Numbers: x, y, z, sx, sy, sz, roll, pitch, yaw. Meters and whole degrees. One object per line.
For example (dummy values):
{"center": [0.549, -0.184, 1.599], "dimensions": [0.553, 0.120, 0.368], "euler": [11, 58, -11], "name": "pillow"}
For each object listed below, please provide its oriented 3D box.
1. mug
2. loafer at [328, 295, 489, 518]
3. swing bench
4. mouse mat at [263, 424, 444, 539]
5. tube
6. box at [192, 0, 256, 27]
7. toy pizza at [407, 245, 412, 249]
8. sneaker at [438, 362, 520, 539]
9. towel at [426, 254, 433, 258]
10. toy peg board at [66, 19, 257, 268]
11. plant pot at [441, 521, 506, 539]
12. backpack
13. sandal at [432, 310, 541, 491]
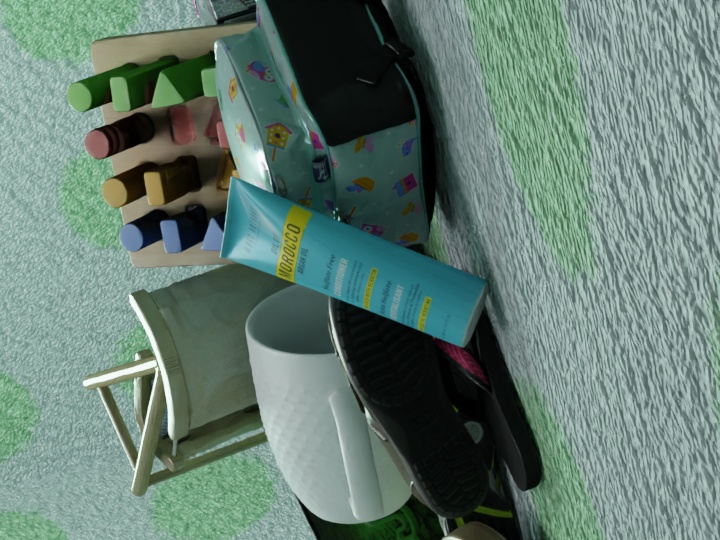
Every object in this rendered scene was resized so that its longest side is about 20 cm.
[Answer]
{"center": [-0.009, 0.125, 1.730], "dimensions": [0.200, 0.146, 0.177], "euler": [-106, 7, -65], "name": "mug"}
{"center": [0.025, 0.094, 1.569], "dimensions": [0.201, 0.073, 0.071], "euler": [67, 160, -2], "name": "loafer"}
{"center": [-0.116, 0.082, 1.859], "dimensions": [0.130, 0.198, 0.200], "euler": [62, 150, 14], "name": "swing bench"}
{"center": [0.020, 0.193, 1.838], "dimensions": [0.201, 0.160, 0.008], "euler": [62, 149, 19], "name": "mouse mat"}
{"center": [-0.007, -0.004, 1.512], "dimensions": [0.050, 0.199, 0.078], "euler": [-55, -17, -52], "name": "tube"}
{"center": [-0.087, -0.272, 1.822], "dimensions": [0.200, 0.131, 0.116], "euler": [149, 104, -84], "name": "box"}
{"center": [-0.007, -0.026, 1.941], "dimensions": [0.200, 0.032, 0.202], "euler": [44, 140, 53], "name": "toy pizza"}
{"center": [0.074, 0.154, 1.710], "dimensions": [0.076, 0.075, 0.201], "euler": [-126, 22, -70], "name": "sneaker"}
{"center": [0.077, 0.088, 1.786], "dimensions": [0.086, 0.018, 0.201], "euler": [-111, 7, -51], "name": "towel"}
{"center": [-0.142, -0.094, 1.725], "dimensions": [0.098, 0.199, 0.201], "euler": [-29, -66, -58], "name": "toy peg board"}
{"center": [0.093, 0.303, 1.608], "dimensions": [0.201, 0.092, 0.202], "euler": [53, 158, 32], "name": "plant pot"}
{"center": [-0.022, -0.101, 1.588], "dimensions": [0.201, 0.152, 0.176], "euler": [69, 176, -50], "name": "backpack"}
{"center": [0.082, 0.080, 1.561], "dimensions": [0.075, 0.045, 0.201], "euler": [81, 172, -50], "name": "sandal"}
